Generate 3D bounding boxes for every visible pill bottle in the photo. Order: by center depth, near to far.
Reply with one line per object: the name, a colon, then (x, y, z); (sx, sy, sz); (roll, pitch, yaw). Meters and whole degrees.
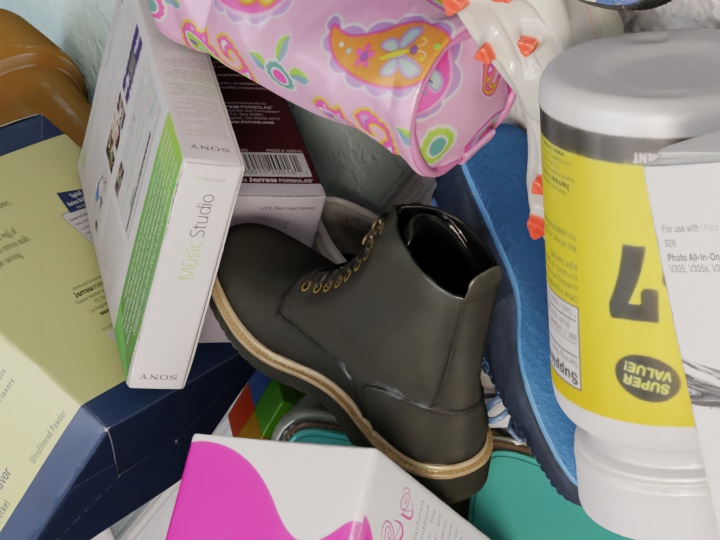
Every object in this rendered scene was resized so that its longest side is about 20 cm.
pill bottle: (0.136, 0.007, 0.978); (0.114, 0.114, 0.200); (25, 127, 52)

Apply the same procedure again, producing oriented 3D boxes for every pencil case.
pencil case: (-0.017, -0.118, 1.123); (0.200, 0.087, 0.087); (29, 130, 34)

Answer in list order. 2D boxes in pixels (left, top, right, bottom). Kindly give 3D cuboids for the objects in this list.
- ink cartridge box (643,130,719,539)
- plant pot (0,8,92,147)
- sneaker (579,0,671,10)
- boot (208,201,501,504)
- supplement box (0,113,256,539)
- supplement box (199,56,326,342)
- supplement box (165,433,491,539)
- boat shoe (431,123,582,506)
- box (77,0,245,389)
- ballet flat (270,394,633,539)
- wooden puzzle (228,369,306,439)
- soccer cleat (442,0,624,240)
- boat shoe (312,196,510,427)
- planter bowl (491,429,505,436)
ink cartridge box: (0.201, 0.036, 0.853); (0.084, 0.146, 0.200); (0, 105, 59)
plant pot: (-0.221, -0.039, 1.488); (0.183, 0.200, 0.200); (38, 138, 22)
sneaker: (0.096, -0.207, 0.969); (0.089, 0.079, 0.200); (-18, 90, 62)
boot: (0.000, 0.000, 1.105); (0.200, 0.077, 0.138); (38, 140, 32)
supplement box: (-0.191, 0.040, 1.288); (0.200, 0.200, 0.134); (41, 118, 11)
supplement box: (-0.083, -0.065, 1.297); (0.200, 0.061, 0.109); (-113, 30, -45)
supplement box: (-0.003, 0.159, 1.088); (0.103, 0.200, 0.101); (4, 67, 28)
boat shoe: (0.089, 0.025, 1.117); (0.069, 0.084, 0.200); (126, 137, -54)
box: (-0.109, -0.054, 1.214); (0.200, 0.036, 0.144); (-108, 29, -50)
ballet flat: (0.054, 0.103, 1.172); (0.200, 0.064, 0.067); (16, 111, 6)
wooden puzzle: (-0.055, 0.139, 1.316); (0.200, 0.046, 0.185); (-63, 26, 26)
soccer cleat: (0.101, -0.076, 1.049); (0.069, 0.078, 0.200); (-1, 125, 39)
boat shoe: (0.032, 0.017, 1.205); (0.200, 0.072, 0.066); (39, 135, 51)
planter bowl: (0.051, 0.191, 1.245); (0.200, 0.083, 0.201); (33, 132, 48)
